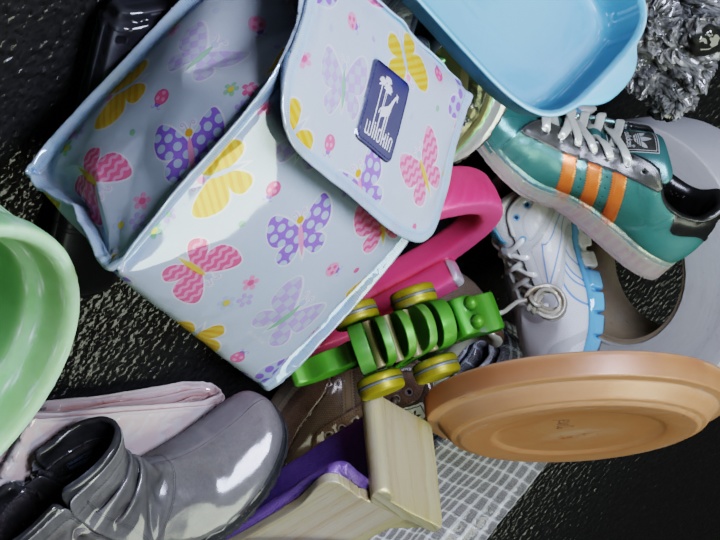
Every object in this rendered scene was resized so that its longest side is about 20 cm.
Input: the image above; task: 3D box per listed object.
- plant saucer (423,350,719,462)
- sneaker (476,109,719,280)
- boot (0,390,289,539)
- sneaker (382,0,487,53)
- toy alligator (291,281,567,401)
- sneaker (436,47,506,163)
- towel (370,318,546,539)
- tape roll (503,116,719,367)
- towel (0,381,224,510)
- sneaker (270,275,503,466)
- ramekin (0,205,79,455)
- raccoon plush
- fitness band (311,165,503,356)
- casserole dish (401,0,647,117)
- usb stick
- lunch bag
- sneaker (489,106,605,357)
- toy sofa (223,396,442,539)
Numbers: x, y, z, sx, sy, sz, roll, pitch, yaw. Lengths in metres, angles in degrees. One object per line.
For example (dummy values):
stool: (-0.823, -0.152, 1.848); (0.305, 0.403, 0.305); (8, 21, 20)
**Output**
plant saucer: (0.141, 0.093, 1.721); (0.199, 0.033, 0.200); (-3, 162, -1)
sneaker: (0.152, -0.075, 1.708); (0.199, 0.072, 0.080); (33, 124, -28)
boot: (-0.132, 0.126, 1.608); (0.200, 0.070, 0.132); (-45, 145, -17)
sneaker: (-0.004, -0.127, 1.511); (0.200, 0.086, 0.078); (-40, 151, -16)
toy alligator: (0.051, 0.035, 1.667); (0.199, 0.060, 0.054); (-16, 170, -20)
sneaker: (0.060, -0.151, 1.619); (0.088, 0.077, 0.201); (22, 112, -28)
towel: (0.064, 0.129, 1.924); (0.200, 0.086, 0.165); (-52, 151, 6)
tape roll: (0.197, -0.005, 1.826); (0.071, 0.202, 0.203); (-9, 133, -50)
towel: (-0.189, 0.159, 1.662); (0.190, 0.032, 0.201); (0, 125, -53)
sneaker: (0.010, 0.081, 1.782); (0.200, 0.075, 0.070); (-46, 151, -7)
ramekin: (-0.250, 0.032, 1.349); (0.200, 0.098, 0.201); (-35, 149, -24)
raccoon plush: (0.167, -0.179, 1.727); (0.201, 0.133, 0.097); (-77, -170, -51)
fitness band: (0.000, 0.000, 1.672); (0.199, 0.038, 0.144); (-28, 160, 4)
casserole dish: (0.074, -0.171, 1.497); (0.121, 0.200, 0.039); (-46, -172, -26)
usb stick: (-0.139, -0.067, 1.455); (0.055, 0.033, 0.201); (-14, 137, -37)
lunch bag: (-0.046, -0.062, 1.411); (0.200, 0.127, 0.170); (-47, 139, 1)
sneaker: (0.113, -0.018, 1.782); (0.086, 0.075, 0.202); (-3, 92, -38)
toy sofa: (-0.050, 0.155, 1.713); (0.200, 0.083, 0.097); (-33, 133, 31)
